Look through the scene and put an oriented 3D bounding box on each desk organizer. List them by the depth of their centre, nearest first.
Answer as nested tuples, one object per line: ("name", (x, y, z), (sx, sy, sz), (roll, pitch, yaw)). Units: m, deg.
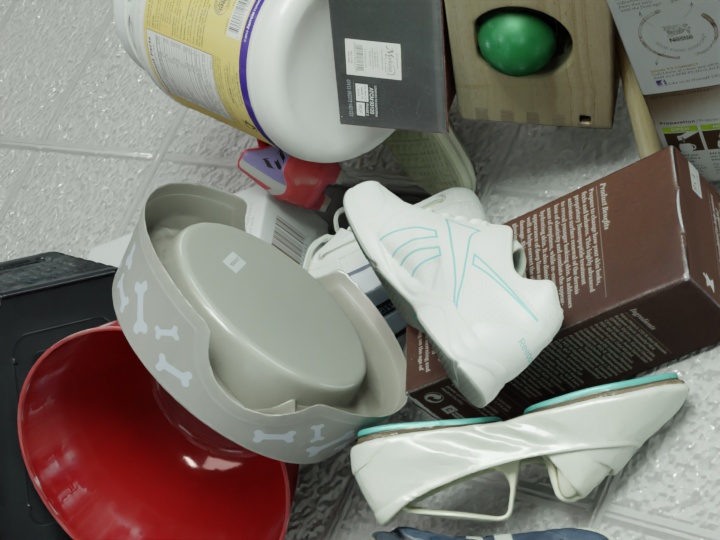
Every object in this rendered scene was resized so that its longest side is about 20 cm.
("desk organizer", (0.023, -0.189, 1.033), (0.071, 0.201, 0.077), (6, 41, 14))

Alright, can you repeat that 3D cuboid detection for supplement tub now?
("supplement tub", (-0.065, -0.166, 1.163), (0.200, 0.145, 0.146), (27, 82, 45))

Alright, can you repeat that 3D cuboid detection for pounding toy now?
("pounding toy", (0.133, -0.171, 1.049), (0.141, 0.185, 0.201), (5, 58, 12))

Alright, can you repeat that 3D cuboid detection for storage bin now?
("storage bin", (-0.227, 0.098, 1.208), (0.093, 0.135, 0.202), (13, 111, 48))

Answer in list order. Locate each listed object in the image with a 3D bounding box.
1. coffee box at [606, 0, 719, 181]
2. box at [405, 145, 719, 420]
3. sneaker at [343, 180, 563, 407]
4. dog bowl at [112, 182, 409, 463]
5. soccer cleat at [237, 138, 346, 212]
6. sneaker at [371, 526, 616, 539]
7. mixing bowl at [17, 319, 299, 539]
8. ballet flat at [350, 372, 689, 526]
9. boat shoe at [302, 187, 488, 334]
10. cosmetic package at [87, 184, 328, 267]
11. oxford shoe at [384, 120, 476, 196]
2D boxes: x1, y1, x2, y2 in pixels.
("coffee box", (0.200, -0.154, 0.973), (0.079, 0.200, 0.115), (-3, 58, 23))
("box", (0.125, 0.017, 1.032), (0.199, 0.075, 0.101), (-26, 45, 32))
("sneaker", (0.054, 0.001, 1.015), (0.080, 0.071, 0.200), (-35, 42, -3))
("dog bowl", (-0.064, 0.035, 1.041), (0.059, 0.199, 0.201), (-50, 37, 20))
("soccer cleat", (-0.039, -0.122, 1.266), (0.067, 0.076, 0.201), (-55, 15, 39))
("sneaker", (0.054, 0.178, 0.967), (0.199, 0.084, 0.075), (-18, 49, 35))
("mixing bowl", (-0.116, 0.104, 1.139), (0.199, 0.201, 0.108), (-22, 14, 32))
("ballet flat", (0.094, 0.108, 0.978), (0.199, 0.070, 0.070), (-11, 49, 7))
("boat shoe", (-0.002, -0.003, 1.171), (0.201, 0.075, 0.086), (-29, 44, 23))
("cosmetic package", (-0.125, 0.015, 1.284), (0.199, 0.074, 0.102), (-18, 48, 38))
("oxford shoe", (0.034, -0.132, 1.217), (0.057, 0.075, 0.201), (-18, 58, -25))
